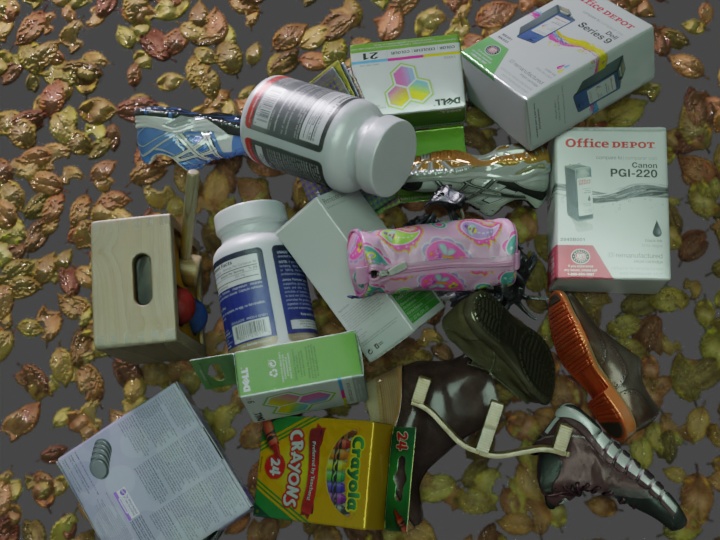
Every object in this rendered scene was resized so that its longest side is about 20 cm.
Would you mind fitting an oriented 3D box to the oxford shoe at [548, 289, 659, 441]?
[{"bbox_3d":[0.301,0.109,1.257,0.073,0.071,0.201,-23,81,-20],"label":"oxford shoe"}]

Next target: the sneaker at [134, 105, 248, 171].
[{"bbox_3d":[-0.205,-0.173,1.355,0.199,0.076,0.077,8,105,4],"label":"sneaker"}]

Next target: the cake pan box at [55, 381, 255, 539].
[{"bbox_3d":[-0.254,0.272,1.268,0.184,0.052,0.200,-35,78,-1],"label":"cake pan box"}]

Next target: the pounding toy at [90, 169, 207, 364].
[{"bbox_3d":[-0.246,0.002,1.255,0.141,0.184,0.201,-6,78,3],"label":"pounding toy"}]

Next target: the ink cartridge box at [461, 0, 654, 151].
[{"bbox_3d":[0.251,-0.261,1.279,0.199,0.088,0.145,-29,47,-13],"label":"ink cartridge box"}]

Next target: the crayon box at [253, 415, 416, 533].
[{"bbox_3d":[-0.033,0.242,1.212,0.199,0.051,0.128,-3,76,32],"label":"crayon box"}]

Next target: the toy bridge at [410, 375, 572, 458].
[{"bbox_3d":[0.155,0.189,1.206,0.199,0.027,0.068,19,90,6],"label":"toy bridge"}]

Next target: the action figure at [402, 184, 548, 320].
[{"bbox_3d":[0.146,-0.014,1.272,0.200,0.102,0.119,45,69,-18],"label":"action figure"}]

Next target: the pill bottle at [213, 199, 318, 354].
[{"bbox_3d":[-0.124,0.020,1.276,0.115,0.116,0.201,-12,78,2],"label":"pill bottle"}]

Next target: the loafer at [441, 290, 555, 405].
[{"bbox_3d":[0.171,0.096,1.228,0.067,0.200,0.076,-13,41,41],"label":"loafer"}]

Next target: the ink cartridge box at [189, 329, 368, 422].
[{"bbox_3d":[-0.094,0.132,1.198,0.199,0.104,0.060,-10,65,-1],"label":"ink cartridge box"}]

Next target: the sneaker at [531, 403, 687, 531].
[{"bbox_3d":[0.288,0.266,1.221,0.116,0.076,0.200,-46,68,0],"label":"sneaker"}]

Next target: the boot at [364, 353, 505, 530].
[{"bbox_3d":[0.099,0.205,1.241,0.166,0.072,0.201,-14,74,4],"label":"boot"}]

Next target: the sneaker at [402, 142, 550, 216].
[{"bbox_3d":[0.144,-0.106,1.286,0.199,0.076,0.088,-3,119,8],"label":"sneaker"}]

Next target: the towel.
[{"bbox_3d":[-0.036,-0.154,1.312,0.143,0.023,0.201,-25,83,35],"label":"towel"}]

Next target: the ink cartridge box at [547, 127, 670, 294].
[{"bbox_3d":[0.313,-0.077,1.278,0.145,0.085,0.201,1,76,5],"label":"ink cartridge box"}]

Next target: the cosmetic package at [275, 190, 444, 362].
[{"bbox_3d":[0.000,0.000,1.251,0.085,0.108,0.200,-37,88,31],"label":"cosmetic package"}]

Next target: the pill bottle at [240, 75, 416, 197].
[{"bbox_3d":[-0.039,-0.161,1.229,0.199,0.116,0.116,22,80,30],"label":"pill bottle"}]

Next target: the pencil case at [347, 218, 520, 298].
[{"bbox_3d":[0.082,-0.013,1.160,0.199,0.087,0.088,-4,77,-13],"label":"pencil case"}]

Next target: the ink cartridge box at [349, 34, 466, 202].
[{"bbox_3d":[0.068,-0.197,1.326,0.147,0.076,0.201,-6,77,3],"label":"ink cartridge box"}]
